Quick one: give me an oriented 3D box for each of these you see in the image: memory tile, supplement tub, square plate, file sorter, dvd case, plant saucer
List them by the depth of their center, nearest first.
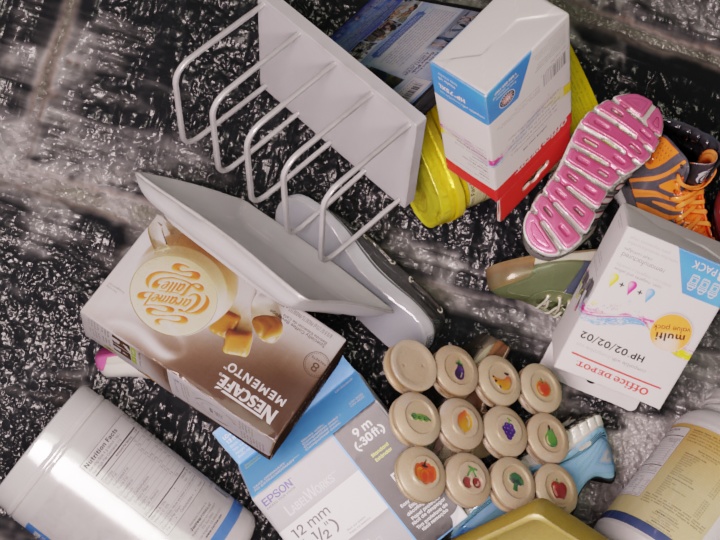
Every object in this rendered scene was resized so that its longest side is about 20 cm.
[{"bbox_3d":[-0.205,0.210,1.190,0.200,0.132,0.132,38,75,-4],"label":"supplement tub"},{"bbox_3d":[-0.085,-0.015,1.202,0.200,0.198,0.028,36,99,22],"label":"square plate"},{"bbox_3d":[0.165,0.280,1.229,0.200,0.200,0.049,35,46,-21],"label":"plant saucer"},{"bbox_3d":[0.112,0.144,1.230,0.200,0.017,0.154,12,60,-29],"label":"memory tile"},{"bbox_3d":[-0.058,-0.125,1.239,0.200,0.139,0.125,41,68,18],"label":"file sorter"},{"bbox_3d":[0.035,-0.208,1.294,0.143,0.200,0.018,-45,127,-17],"label":"dvd case"},{"bbox_3d":[0.334,0.226,1.304,0.144,0.144,0.200,43,74,-3],"label":"supplement tub"}]

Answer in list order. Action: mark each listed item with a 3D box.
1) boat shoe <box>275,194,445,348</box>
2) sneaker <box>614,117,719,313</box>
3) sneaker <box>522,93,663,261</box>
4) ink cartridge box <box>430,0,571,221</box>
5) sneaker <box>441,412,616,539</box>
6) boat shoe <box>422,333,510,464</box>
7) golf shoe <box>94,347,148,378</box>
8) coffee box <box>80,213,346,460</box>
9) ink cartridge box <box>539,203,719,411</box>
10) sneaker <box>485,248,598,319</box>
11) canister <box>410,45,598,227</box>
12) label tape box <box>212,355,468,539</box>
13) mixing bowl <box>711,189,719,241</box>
[{"bbox_3d":[0.000,0.000,1.313,0.200,0.069,0.057,46,39,5],"label":"boat shoe"},{"bbox_3d":[0.317,-0.058,1.320,0.077,0.112,0.200,-18,72,-32],"label":"sneaker"},{"bbox_3d":[0.216,-0.085,1.305,0.074,0.087,0.200,35,73,5],"label":"sneaker"},{"bbox_3d":[0.133,-0.148,1.237,0.067,0.200,0.116,36,70,26],"label":"ink cartridge box"},{"bbox_3d":[0.167,0.217,1.303,0.200,0.078,0.090,-28,91,-16],"label":"sneaker"},{"bbox_3d":[0.087,0.157,1.301,0.074,0.076,0.200,35,83,-11],"label":"boat shoe"},{"bbox_3d":[-0.143,0.093,1.256,0.199,0.075,0.092,-5,103,-4],"label":"golf shoe"},{"bbox_3d":[-0.127,0.059,1.175,0.200,0.080,0.114,34,69,6],"label":"coffee box"},{"bbox_3d":[0.259,0.051,1.290,0.115,0.068,0.200,22,115,-4],"label":"ink cartridge box"},{"bbox_3d":[0.227,0.029,1.351,0.200,0.067,0.090,-5,76,-17],"label":"sneaker"},{"bbox_3d":[0.131,-0.147,1.351,0.200,0.087,0.149,-23,87,-17],"label":"canister"},{"bbox_3d":[-0.020,0.184,1.219,0.143,0.066,0.200,-39,92,0],"label":"label tape box"},{"bbox_3d":[0.425,-0.037,1.366,0.108,0.200,0.200,-27,86,26],"label":"mixing bowl"}]
